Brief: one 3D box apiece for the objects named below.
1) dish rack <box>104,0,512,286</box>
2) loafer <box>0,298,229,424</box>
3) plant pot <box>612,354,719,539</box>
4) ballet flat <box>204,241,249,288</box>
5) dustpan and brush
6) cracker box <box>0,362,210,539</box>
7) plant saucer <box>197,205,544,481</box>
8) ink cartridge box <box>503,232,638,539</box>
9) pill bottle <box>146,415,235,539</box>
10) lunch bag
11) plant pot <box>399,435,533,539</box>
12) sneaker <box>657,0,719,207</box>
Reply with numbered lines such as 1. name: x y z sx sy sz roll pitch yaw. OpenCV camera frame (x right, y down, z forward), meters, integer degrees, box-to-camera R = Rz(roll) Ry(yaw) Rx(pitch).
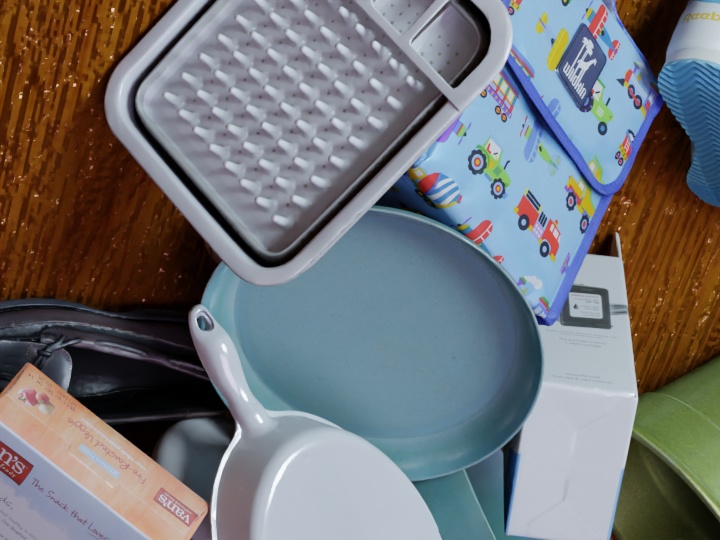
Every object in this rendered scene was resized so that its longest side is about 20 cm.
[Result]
1. dish rack: -0.026 -0.104 1.112 0.200 0.172 0.044 -45 157 7
2. loafer: -0.165 0.060 1.205 0.200 0.063 0.072 -2 124 -26
3. plant pot: 0.279 0.124 1.418 0.190 0.200 0.200 -37 132 -17
4. ballet flat: 0.000 0.000 1.247 0.200 0.067 0.068 5 119 -30
5. dustpan and brush: -0.044 0.110 1.173 0.139 0.057 0.200 -31 108 -33
6. cracker box: -0.194 0.164 1.190 0.134 0.058 0.200 39 125 -3
7. plant saucer: 0.007 0.039 1.183 0.200 0.027 0.200 5 128 7
8. ink cartridge box: 0.128 0.066 1.300 0.067 0.200 0.116 6 120 0
9. pill bottle: -0.120 0.188 1.272 0.109 0.109 0.200 13 131 -33
10. lunch bag: 0.093 -0.094 1.208 0.151 0.094 0.200 47 67 -32
11. plant pot: 0.028 0.194 1.321 0.161 0.201 0.201 -27 131 9
12. sneaker: 0.241 -0.100 1.293 0.081 0.076 0.200 -68 154 -23
